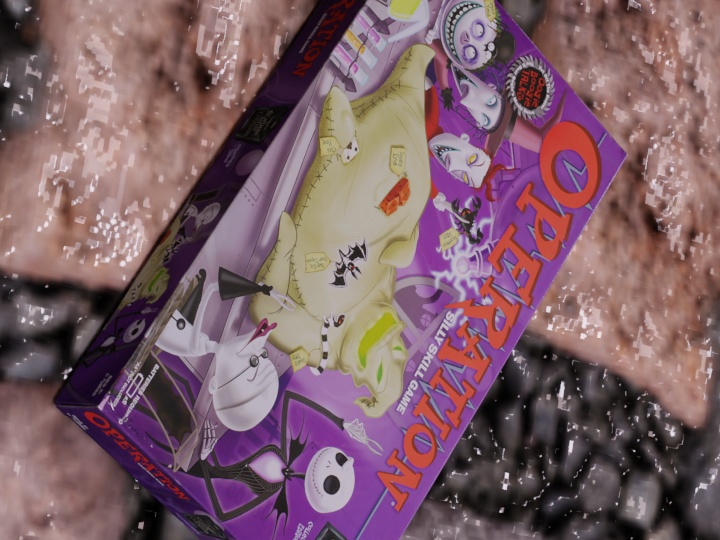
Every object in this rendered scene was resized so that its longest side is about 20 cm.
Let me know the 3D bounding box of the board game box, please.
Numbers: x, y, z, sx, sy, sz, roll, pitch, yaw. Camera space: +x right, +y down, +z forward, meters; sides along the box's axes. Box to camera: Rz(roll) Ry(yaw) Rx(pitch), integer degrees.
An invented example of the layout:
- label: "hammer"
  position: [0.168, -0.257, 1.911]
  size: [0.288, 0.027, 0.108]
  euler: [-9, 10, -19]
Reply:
- label: "board game box"
  position: [0.000, 0.000, 0.872]
  size: [0.120, 0.032, 0.200]
  euler: [48, 61, -33]
